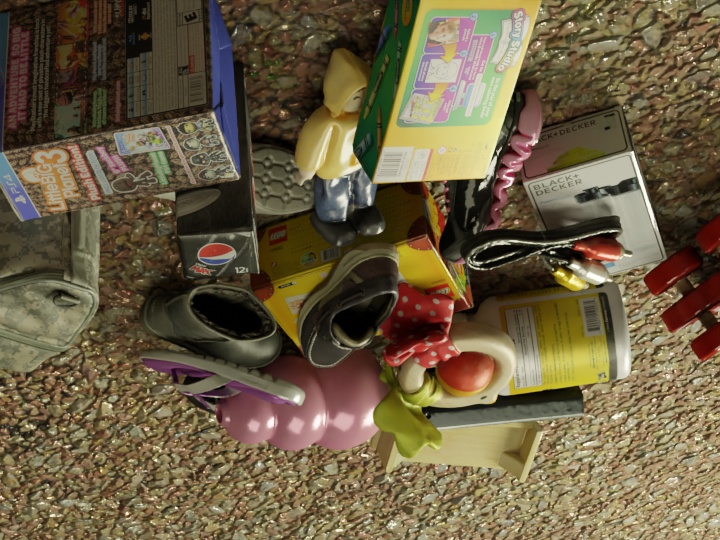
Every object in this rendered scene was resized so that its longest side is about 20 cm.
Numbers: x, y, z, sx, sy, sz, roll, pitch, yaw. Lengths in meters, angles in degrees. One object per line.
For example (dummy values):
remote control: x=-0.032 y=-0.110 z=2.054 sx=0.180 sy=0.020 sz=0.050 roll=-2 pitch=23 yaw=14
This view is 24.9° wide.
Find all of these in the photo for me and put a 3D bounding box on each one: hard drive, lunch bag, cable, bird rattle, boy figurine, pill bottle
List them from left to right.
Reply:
lunch bag: x=-0.311 y=-0.030 z=1.524 sx=0.167 sy=0.201 sz=0.139 roll=-29 pitch=142 yaw=34
boy figurine: x=-0.004 y=-0.122 z=1.539 sx=0.124 sy=0.065 sz=0.201 roll=-18 pitch=138 yaw=-24
bird rattle: x=0.086 y=0.093 z=1.728 sx=0.162 sy=0.113 sz=0.201 roll=-2 pitch=132 yaw=-15
hard drive: x=0.151 y=0.140 z=1.893 sx=0.198 sy=0.140 sz=0.033 roll=-6 pitch=108 yaw=-1
pill bottle: x=0.197 y=0.079 z=1.825 sx=0.198 sy=0.113 sz=0.113 roll=-8 pitch=145 yaw=3
cable: x=0.192 y=-0.018 z=1.607 sx=0.199 sy=0.051 sz=0.097 roll=2 pitch=146 yaw=-44

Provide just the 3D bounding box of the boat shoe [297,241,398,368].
boat shoe: x=-0.012 y=0.049 z=1.654 sx=0.071 sy=0.065 sz=0.200 roll=9 pitch=142 yaw=-23

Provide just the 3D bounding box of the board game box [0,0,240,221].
board game box: x=-0.213 y=-0.149 z=1.400 sx=0.198 sy=0.160 sz=0.097 roll=-10 pitch=145 yaw=6

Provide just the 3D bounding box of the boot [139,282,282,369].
boot: x=-0.132 y=0.056 z=1.712 sx=0.181 sy=0.073 sz=0.200 roll=13 pitch=165 yaw=-26

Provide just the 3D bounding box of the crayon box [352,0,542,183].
crayon box: x=0.074 y=-0.174 z=1.441 sx=0.118 sy=0.058 sz=0.201 roll=-4 pitch=131 yaw=-24

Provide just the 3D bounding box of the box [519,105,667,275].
box: x=0.237 y=-0.072 z=1.665 sx=0.116 sy=0.060 sz=0.200 roll=-15 pitch=144 yaw=11

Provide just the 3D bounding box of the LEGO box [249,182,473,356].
LEGO box: x=0.000 y=0.000 z=1.713 sx=0.199 sy=0.078 sz=0.149 roll=-17 pitch=144 yaw=14

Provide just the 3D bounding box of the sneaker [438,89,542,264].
sneaker: x=0.103 y=-0.098 z=1.587 sx=0.095 sy=0.079 sz=0.201 roll=13 pitch=122 yaw=-13

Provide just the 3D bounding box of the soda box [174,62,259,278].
soda box: x=-0.131 y=-0.092 z=1.457 sx=0.070 sy=0.201 sz=0.064 roll=-4 pitch=143 yaw=-3

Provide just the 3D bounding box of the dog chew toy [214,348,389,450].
dog chew toy: x=-0.069 y=0.148 z=1.847 sx=0.199 sy=0.125 sz=0.125 roll=-6 pitch=148 yaw=-26

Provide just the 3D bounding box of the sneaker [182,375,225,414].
sneaker: x=-0.126 y=0.164 z=1.928 sx=0.199 sy=0.074 sz=0.080 roll=17 pitch=141 yaw=-29

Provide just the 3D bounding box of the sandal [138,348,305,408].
sandal: x=-0.158 y=0.124 z=1.758 sx=0.201 sy=0.050 sz=0.082 roll=11 pitch=166 yaw=25

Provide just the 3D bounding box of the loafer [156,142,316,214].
loafer: x=-0.130 y=-0.093 z=1.586 sx=0.199 sy=0.071 sz=0.070 roll=8 pitch=179 yaw=-27

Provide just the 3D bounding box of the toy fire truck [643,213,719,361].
toy fire truck: x=0.415 y=-0.002 z=1.754 sx=0.167 sy=0.112 sz=0.200 roll=-23 pitch=163 yaw=-49

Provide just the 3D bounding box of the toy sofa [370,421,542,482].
toy sofa: x=0.116 y=0.196 z=2.019 sx=0.198 sy=0.098 sz=0.083 roll=7 pitch=118 yaw=-18
